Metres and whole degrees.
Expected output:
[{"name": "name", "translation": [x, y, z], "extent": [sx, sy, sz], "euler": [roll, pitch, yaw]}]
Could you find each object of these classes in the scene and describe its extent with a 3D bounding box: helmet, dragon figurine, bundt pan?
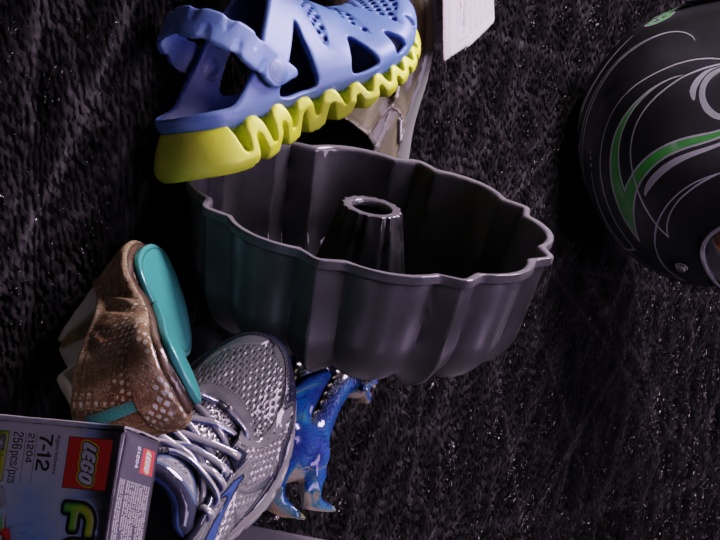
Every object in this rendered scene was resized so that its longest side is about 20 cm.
[{"name": "helmet", "translation": [0.256, -0.093, 1.907], "extent": [0.200, 0.190, 0.201], "euler": [33, 37, -29]}, {"name": "dragon figurine", "translation": [-0.048, 0.084, 1.412], "extent": [0.200, 0.058, 0.100], "euler": [3, 90, -66]}, {"name": "bundt pan", "translation": [0.000, 0.000, 1.362], "extent": [0.202, 0.201, 0.076], "euler": [-31, 135, -61]}]

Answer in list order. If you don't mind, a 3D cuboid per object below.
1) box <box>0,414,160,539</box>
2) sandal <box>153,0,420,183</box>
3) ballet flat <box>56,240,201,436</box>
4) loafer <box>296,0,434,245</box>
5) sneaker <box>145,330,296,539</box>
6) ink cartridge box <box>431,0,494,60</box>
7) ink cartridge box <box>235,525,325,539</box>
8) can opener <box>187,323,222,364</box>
[{"name": "box", "translation": [-0.157, 0.165, 1.123], "extent": [0.035, 0.109, 0.202], "euler": [30, 65, -62]}, {"name": "sandal", "translation": [-0.040, -0.118, 1.364], "extent": [0.200, 0.079, 0.088], "euler": [-33, 113, -46]}, {"name": "ballet flat", "translation": [-0.117, 0.035, 1.233], "extent": [0.200, 0.065, 0.071], "euler": [-109, 174, -78]}, {"name": "loafer", "translation": [-0.004, -0.101, 1.471], "extent": [0.070, 0.075, 0.202], "euler": [-6, 98, -69]}, {"name": "sneaker", "translation": [-0.087, 0.107, 1.233], "extent": [0.201, 0.077, 0.085], "euler": [-58, 176, -25]}, {"name": "ink cartridge box", "translation": [0.046, -0.217, 1.549], "extent": [0.200, 0.047, 0.161], "euler": [-47, 136, -73]}, {"name": "ink cartridge box", "translation": [0.000, 0.236, 1.336], "extent": [0.147, 0.198, 0.147], "euler": [75, 27, -62]}, {"name": "can opener", "translation": [-0.096, 0.128, 1.300], "extent": [0.201, 0.066, 0.053], "euler": [-70, 155, -18]}]
